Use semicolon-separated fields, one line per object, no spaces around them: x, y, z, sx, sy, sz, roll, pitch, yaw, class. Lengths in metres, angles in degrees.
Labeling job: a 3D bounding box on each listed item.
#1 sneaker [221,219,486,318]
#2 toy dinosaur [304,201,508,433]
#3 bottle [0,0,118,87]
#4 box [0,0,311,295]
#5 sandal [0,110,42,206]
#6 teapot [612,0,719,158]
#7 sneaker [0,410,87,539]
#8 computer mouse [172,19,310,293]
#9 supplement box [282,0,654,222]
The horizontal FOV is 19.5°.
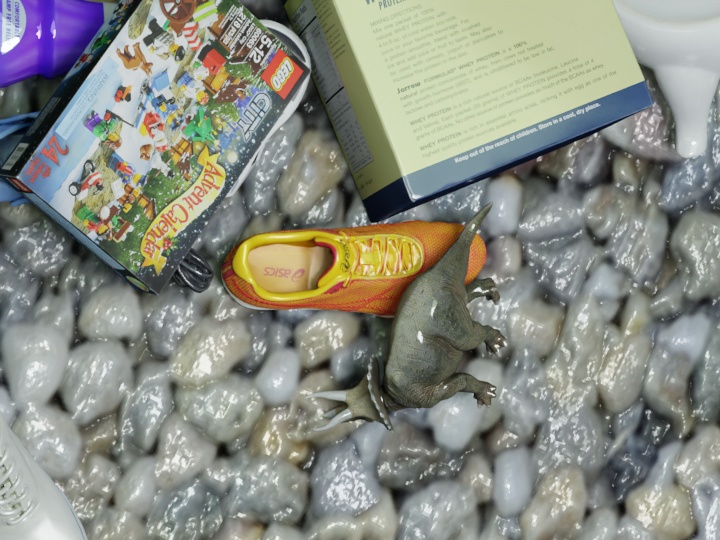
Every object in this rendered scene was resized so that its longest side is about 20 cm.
0.000;0.000;1.531;0.199;0.077;0.073;-8;84;-15;sneaker
0.054;0.048;1.511;0.102;0.077;0.200;9;117;-46;toy dinosaur
-0.270;-0.171;1.490;0.199;0.065;0.084;2;83;-13;bottle
-0.140;-0.104;1.456;0.137;0.038;0.200;41;74;-28;box
-0.271;-0.073;1.470;0.199;0.087;0.080;-16;90;-13;sandal
0.262;-0.227;1.586;0.200;0.146;0.198;-36;64;3;teapot
-0.259;0.144;1.457;0.073;0.071;0.200;-40;94;-14;sneaker
-0.106;-0.092;1.530;0.110;0.044;0.200;37;76;-11;computer mouse
0.072;-0.168;1.534;0.199;0.134;0.200;-22;90;-14;supplement box
